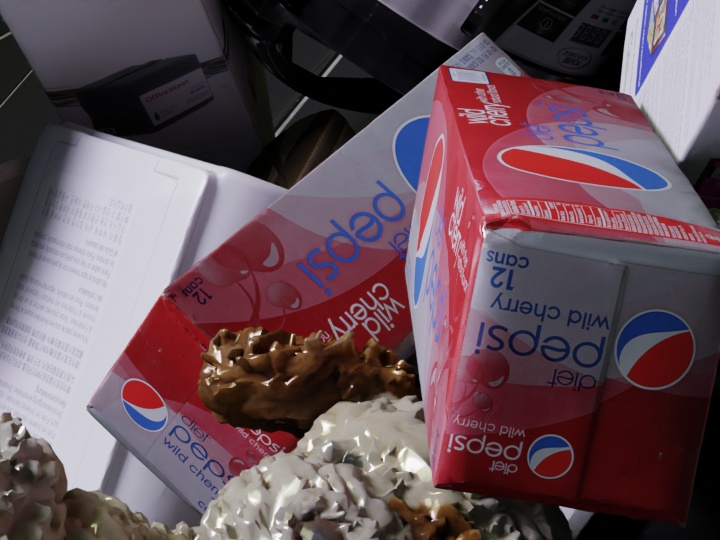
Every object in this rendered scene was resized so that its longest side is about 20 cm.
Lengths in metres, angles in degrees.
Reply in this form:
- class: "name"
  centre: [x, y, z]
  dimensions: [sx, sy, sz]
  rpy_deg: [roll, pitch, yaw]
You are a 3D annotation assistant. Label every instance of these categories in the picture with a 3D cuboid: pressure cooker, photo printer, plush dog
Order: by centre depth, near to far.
- class: "plush dog"
  centre: [-0.018, 0.107, 0.647]
  dimensions: [0.171, 0.161, 0.200]
  rpy_deg: [-36, 57, -9]
- class: "photo printer"
  centre: [-0.101, 0.051, 0.966]
  dimensions: [0.166, 0.069, 0.201]
  rpy_deg: [17, 88, 58]
- class: "pressure cooker"
  centre: [0.038, -0.152, 1.024]
  dimensions: [0.201, 0.175, 0.179]
  rpy_deg: [-54, 12, 18]

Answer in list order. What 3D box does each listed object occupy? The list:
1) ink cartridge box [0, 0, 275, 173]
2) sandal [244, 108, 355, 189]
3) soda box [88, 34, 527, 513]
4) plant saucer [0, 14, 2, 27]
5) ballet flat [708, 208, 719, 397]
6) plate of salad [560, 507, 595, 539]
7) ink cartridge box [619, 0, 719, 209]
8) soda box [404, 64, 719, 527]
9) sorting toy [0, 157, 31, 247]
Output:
- class: "ink cartridge box"
  centre: [-0.099, -0.135, 1.055]
  dimensions: [0.083, 0.200, 0.146]
  rpy_deg: [-11, 64, 4]
- class: "sandal"
  centre: [-0.050, 0.025, 1.042]
  dimensions: [0.201, 0.054, 0.080]
  rpy_deg: [-59, 27, -14]
- class: "soda box"
  centre: [0.000, 0.000, 0.840]
  dimensions: [0.200, 0.063, 0.070]
  rpy_deg: [-42, -7, -44]
- class: "plant saucer"
  centre: [-0.184, -0.060, 0.999]
  dimensions: [0.202, 0.038, 0.201]
  rpy_deg: [-63, 6, 12]
- class: "ballet flat"
  centre: [0.120, 0.035, 0.597]
  dimensions: [0.072, 0.072, 0.201]
  rpy_deg: [-41, 16, 16]
- class: "plate of salad"
  centre: [0.011, 0.078, 0.776]
  dimensions: [0.200, 0.048, 0.200]
  rpy_deg: [-41, 17, 15]
- class: "ink cartridge box"
  centre: [0.103, -0.066, 0.706]
  dimensions: [0.200, 0.037, 0.095]
  rpy_deg: [97, 180, -72]
- class: "soda box"
  centre: [0.050, -0.001, 0.661]
  dimensions: [0.200, 0.063, 0.071]
  rpy_deg: [-93, 12, -76]
- class: "sorting toy"
  centre: [-0.186, 0.040, 1.060]
  dimensions: [0.200, 0.106, 0.180]
  rpy_deg: [-56, -5, -38]
